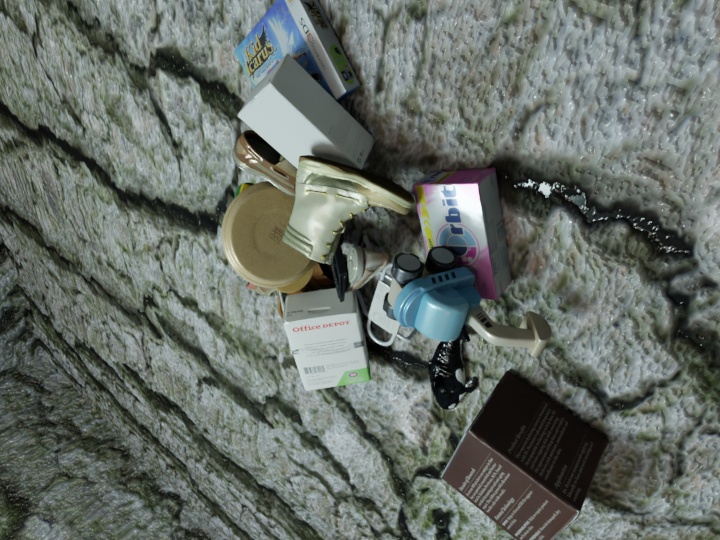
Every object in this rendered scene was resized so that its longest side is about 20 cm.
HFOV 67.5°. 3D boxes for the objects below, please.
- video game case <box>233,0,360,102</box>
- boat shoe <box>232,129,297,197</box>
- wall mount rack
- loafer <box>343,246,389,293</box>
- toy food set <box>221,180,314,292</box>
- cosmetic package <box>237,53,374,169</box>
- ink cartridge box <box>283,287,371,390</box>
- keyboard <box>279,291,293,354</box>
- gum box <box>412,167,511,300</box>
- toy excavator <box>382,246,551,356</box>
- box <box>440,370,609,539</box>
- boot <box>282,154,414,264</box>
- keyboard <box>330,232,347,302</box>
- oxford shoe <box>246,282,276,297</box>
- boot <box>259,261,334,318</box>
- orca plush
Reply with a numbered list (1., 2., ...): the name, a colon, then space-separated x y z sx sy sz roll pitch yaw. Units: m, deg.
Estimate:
1. video game case: -0.114 -0.348 0.922 0.198 0.045 0.184 -20 101 48
2. boat shoe: -0.130 -0.188 0.957 0.196 0.077 0.072 18 151 -13
3. wall mount rack: 0.045 0.037 1.016 0.172 0.074 0.202 33 133 18
4. loafer: 0.000 0.000 0.959 0.200 0.061 0.074 144 123 -76
5. toy food set: -0.160 -0.068 1.002 0.048 0.197 0.202 11 85 65
6. cosmetic package: -0.088 -0.236 0.887 0.200 0.082 0.112 42 144 -27
7. ink cartridge box: -0.063 0.138 1.086 0.142 0.085 0.203 -8 129 3
8. keyboard: -0.153 0.064 1.076 0.010 0.056 0.204 -9 101 3
9. gum box: 0.163 -0.051 0.847 0.112 0.066 0.204 5 120 39
10. toy excavator: 0.153 0.063 0.797 0.201 0.191 0.101 55 145 38
11. box: 0.276 0.322 0.916 0.198 0.165 0.166 34 136 21
12. boot: -0.023 -0.082 0.858 0.197 0.072 0.158 20 107 11
13. keyboard: -0.049 -0.050 0.984 0.202 0.020 0.129 -107 18 -48
14. oxford shoe: -0.184 -0.004 1.216 0.074 0.071 0.199 33 140 -18
15. boot: -0.118 0.034 1.167 0.153 0.078 0.201 -17 132 18
16. orca plush: 0.164 0.196 1.007 0.104 0.071 0.202 34 135 20
